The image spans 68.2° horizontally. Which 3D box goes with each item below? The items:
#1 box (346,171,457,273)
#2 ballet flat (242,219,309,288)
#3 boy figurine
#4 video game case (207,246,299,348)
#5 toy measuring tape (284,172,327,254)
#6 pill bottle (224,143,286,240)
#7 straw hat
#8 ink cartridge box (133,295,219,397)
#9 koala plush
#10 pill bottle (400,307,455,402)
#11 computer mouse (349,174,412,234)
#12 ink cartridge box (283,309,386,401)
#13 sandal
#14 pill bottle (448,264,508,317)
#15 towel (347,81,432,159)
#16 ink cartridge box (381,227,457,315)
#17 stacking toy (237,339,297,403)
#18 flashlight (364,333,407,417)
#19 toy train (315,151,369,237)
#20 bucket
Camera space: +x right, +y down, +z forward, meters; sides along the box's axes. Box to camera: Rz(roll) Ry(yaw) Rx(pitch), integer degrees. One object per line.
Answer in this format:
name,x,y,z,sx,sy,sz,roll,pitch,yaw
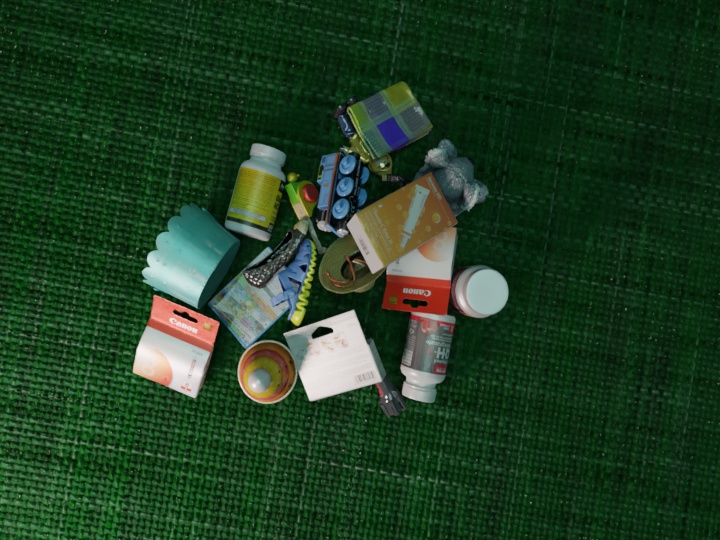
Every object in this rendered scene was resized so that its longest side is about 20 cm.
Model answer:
box,0.088,-0.101,1.143,0.197,0.097,0.127,-30,89,-15
ballet flat,-0.192,-0.042,1.230,0.057,0.066,0.201,41,92,-25
boy figurine,0.009,-0.307,1.276,0.122,0.064,0.203,-30,88,-10
video game case,-0.246,0.065,1.273,0.199,0.018,0.144,-43,92,-4
toy measuring tape,-0.117,-0.143,1.269,0.072,0.074,0.204,-27,103,-4
pill bottle,-0.237,-0.181,1.232,0.109,0.112,0.206,15,88,-3
straw hat,0.000,0.000,1.254,0.198,0.202,0.086,-30,132,-3
ink cartridge box,-0.414,0.175,1.191,0.158,0.051,0.203,22,121,-2
koala plush,0.203,-0.197,1.217,0.183,0.200,0.178,-40,91,-3
pill bottle,0.154,0.197,1.249,0.107,0.111,0.206,11,88,-3
computer mouse,0.034,-0.160,1.247,0.194,0.046,0.145,0,79,24
ink cartridge box,-0.060,0.192,1.221,0.195,0.044,0.178,-19,97,21
sandal,-0.154,0.019,1.233,0.085,0.080,0.206,15,70,-10
pill bottle,0.261,0.048,1.215,0.110,0.200,0.118,0,89,-3
towel,0.073,-0.362,1.267,0.198,0.023,0.146,-31,92,-28
ink cartridge box,0.134,-0.007,1.230,0.157,0.050,0.205,5,65,18
stacking toy,-0.215,0.238,1.179,0.141,0.200,0.151,0,89,-3
flashlight,0.032,0.252,1.267,0.067,0.068,0.203,-30,95,-8
toy train,-0.047,-0.176,1.225,0.112,0.086,0.206,-4,70,35
bucket,-0.368,-0.027,1.180,0.133,0.207,0.210,32,87,-4
